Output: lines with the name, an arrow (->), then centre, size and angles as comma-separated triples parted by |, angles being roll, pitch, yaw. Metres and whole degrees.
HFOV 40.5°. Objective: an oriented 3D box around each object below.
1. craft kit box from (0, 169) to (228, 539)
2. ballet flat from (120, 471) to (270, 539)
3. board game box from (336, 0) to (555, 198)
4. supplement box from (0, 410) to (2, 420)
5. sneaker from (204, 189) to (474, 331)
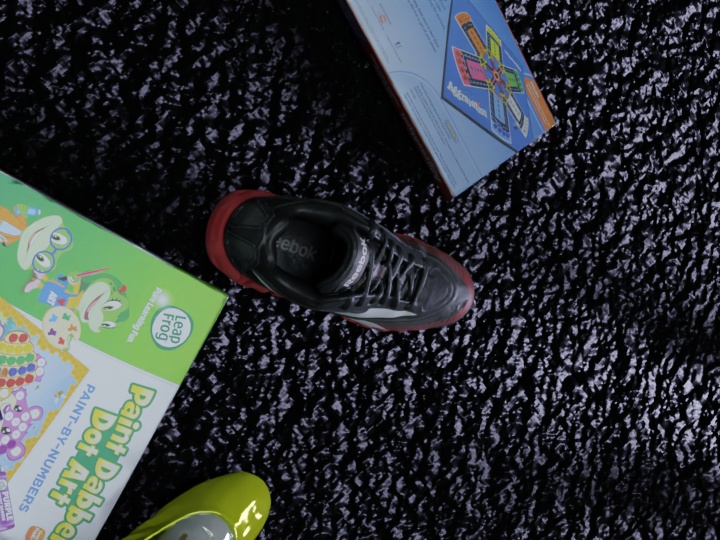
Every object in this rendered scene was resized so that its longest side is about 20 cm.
craft kit box -> -0.214, 0.055, 0.596 | 0.197, 0.048, 0.201 | 30, 85, -26
ballet flat -> -0.139, 0.202, 0.631 | 0.199, 0.067, 0.067 | -27, 105, -18
board game box -> 0.055, -0.163, 0.692 | 0.103, 0.019, 0.201 | -35, 108, -14
supplement box -> -0.303, 0.059, 0.485 | 0.199, 0.103, 0.102 | -18, 84, 1
sneaker -> 0.000, 0.000, 0.647 | 0.199, 0.098, 0.071 | 18, 88, -25
